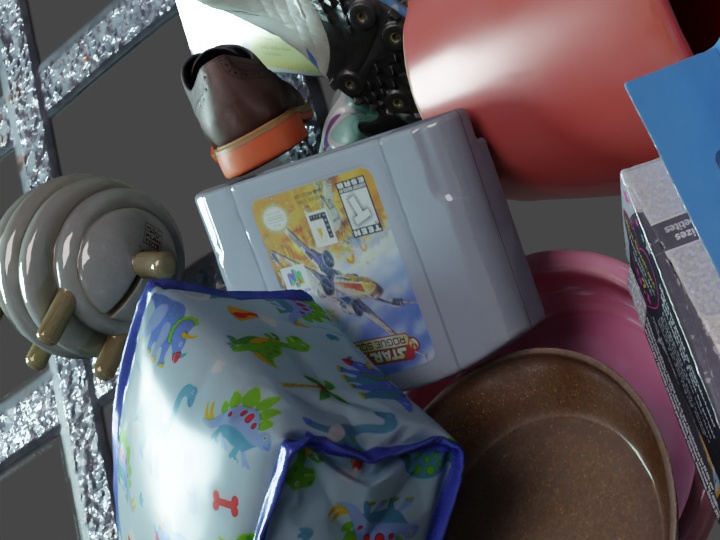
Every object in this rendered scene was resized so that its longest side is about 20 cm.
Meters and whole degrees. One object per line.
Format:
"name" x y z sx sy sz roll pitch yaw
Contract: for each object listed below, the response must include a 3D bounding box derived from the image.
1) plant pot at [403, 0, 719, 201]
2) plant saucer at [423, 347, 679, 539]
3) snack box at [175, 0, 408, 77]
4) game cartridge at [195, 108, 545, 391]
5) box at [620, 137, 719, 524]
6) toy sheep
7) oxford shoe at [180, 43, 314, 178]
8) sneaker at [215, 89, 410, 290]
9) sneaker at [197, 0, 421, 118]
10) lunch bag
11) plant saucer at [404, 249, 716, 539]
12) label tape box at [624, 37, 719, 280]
"plant pot" 0.130 -0.125 0.737 0.177 0.200 0.202 -18 66 47
"plant saucer" 0.078 0.138 0.707 0.200 0.037 0.201 -27 50 37
"snack box" -0.048 -0.186 0.949 0.199 0.037 0.117 13 128 41
"game cartridge" 0.000 0.000 0.784 0.199 0.041 0.134 -14 95 45
"box" 0.221 0.002 0.607 0.199 0.115 0.133 -18 63 3
"toy sheep" -0.185 0.000 0.992 0.199 0.137 0.139 5 80 45
"oxford shoe" -0.073 -0.109 0.913 0.071 0.073 0.200 -29 12 -3
"sneaker" -0.034 -0.015 0.903 0.139 0.078 0.201 -15 68 36
"sneaker" -0.024 -0.160 0.867 0.199 0.073 0.072 32 130 8
"lunch bag" -0.053 0.130 0.733 0.170 0.127 0.201 41 118 52
"plant saucer" 0.106 0.092 0.772 0.200 0.051 0.202 -13 69 36
"label tape box" 0.215 -0.068 0.543 0.199 0.063 0.145 -20 59 1
